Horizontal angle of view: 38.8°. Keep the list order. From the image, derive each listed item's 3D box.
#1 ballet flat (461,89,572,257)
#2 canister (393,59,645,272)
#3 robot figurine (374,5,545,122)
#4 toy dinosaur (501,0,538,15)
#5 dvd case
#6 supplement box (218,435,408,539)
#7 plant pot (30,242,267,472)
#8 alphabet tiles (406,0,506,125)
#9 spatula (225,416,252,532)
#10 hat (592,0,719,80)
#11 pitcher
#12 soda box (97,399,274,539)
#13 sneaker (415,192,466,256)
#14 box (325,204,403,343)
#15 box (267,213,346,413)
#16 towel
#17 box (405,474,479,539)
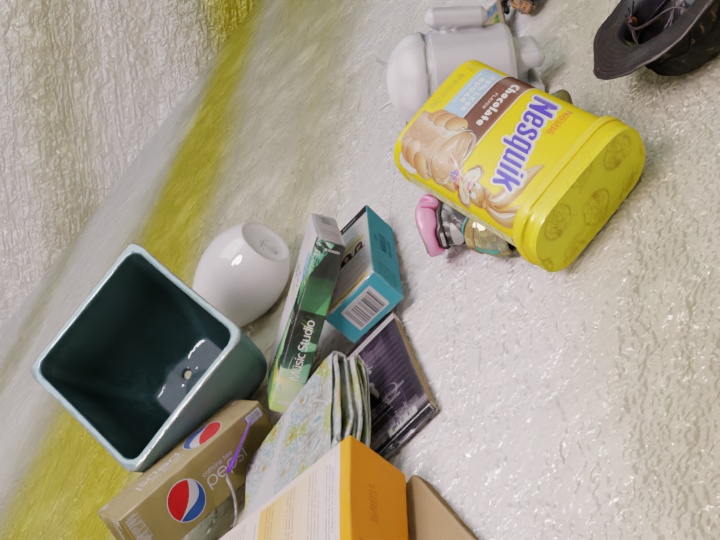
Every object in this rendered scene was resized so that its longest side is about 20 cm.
[{"bbox_3d":[0.180,-0.096,1.042,0.200,0.071,0.071,-55,23,-13],"label":"ballet flat"},{"bbox_3d":[0.144,-0.106,0.974,0.149,0.087,0.200,-49,50,-6],"label":"canister"},{"bbox_3d":[0.117,-0.232,1.221,0.199,0.171,0.113,-5,27,1],"label":"robot figurine"},{"bbox_3d":[0.231,-0.434,1.428,0.136,0.102,0.201,-55,39,34],"label":"toy dinosaur"},{"bbox_3d":[0.003,0.139,1.053,0.149,0.016,0.200,-46,23,11],"label":"dvd case"},{"bbox_3d":[-0.051,0.250,0.852,0.200,0.073,0.126,-41,25,22],"label":"supplement box"},{"bbox_3d":[-0.227,0.123,1.234,0.196,0.200,0.196,36,86,25],"label":"plant pot"},{"bbox_3d":[0.132,-0.272,1.428,0.200,0.008,0.168,-42,29,29],"label":"alphabet tiles"},{"bbox_3d":[-0.134,0.249,1.056,0.057,0.020,0.201,123,154,-69],"label":"spatula"},{"bbox_3d":[0.319,-0.248,0.994,0.201,0.081,0.201,-49,18,22],"label":"hat"},{"bbox_3d":[-0.181,0.017,1.459,0.200,0.121,0.172,-51,12,28],"label":"pitcher"},{"bbox_3d":[-0.182,0.226,1.111,0.200,0.064,0.068,-39,18,-31],"label":"soda box"},{"bbox_3d":[0.124,-0.095,1.144,0.095,0.079,0.201,-10,41,24],"label":"sneaker"},{"bbox_3d":[0.000,0.000,1.207,0.082,0.049,0.200,-44,19,17],"label":"box"},{"bbox_3d":[-0.064,0.046,1.161,0.144,0.036,0.201,-113,37,-75],"label":"box"},{"bbox_3d":[-0.055,0.194,0.995,0.200,0.048,0.171,-54,19,25],"label":"towel"},{"bbox_3d":[0.034,0.265,0.798,0.164,0.021,0.200,-51,22,-1],"label":"box"}]
